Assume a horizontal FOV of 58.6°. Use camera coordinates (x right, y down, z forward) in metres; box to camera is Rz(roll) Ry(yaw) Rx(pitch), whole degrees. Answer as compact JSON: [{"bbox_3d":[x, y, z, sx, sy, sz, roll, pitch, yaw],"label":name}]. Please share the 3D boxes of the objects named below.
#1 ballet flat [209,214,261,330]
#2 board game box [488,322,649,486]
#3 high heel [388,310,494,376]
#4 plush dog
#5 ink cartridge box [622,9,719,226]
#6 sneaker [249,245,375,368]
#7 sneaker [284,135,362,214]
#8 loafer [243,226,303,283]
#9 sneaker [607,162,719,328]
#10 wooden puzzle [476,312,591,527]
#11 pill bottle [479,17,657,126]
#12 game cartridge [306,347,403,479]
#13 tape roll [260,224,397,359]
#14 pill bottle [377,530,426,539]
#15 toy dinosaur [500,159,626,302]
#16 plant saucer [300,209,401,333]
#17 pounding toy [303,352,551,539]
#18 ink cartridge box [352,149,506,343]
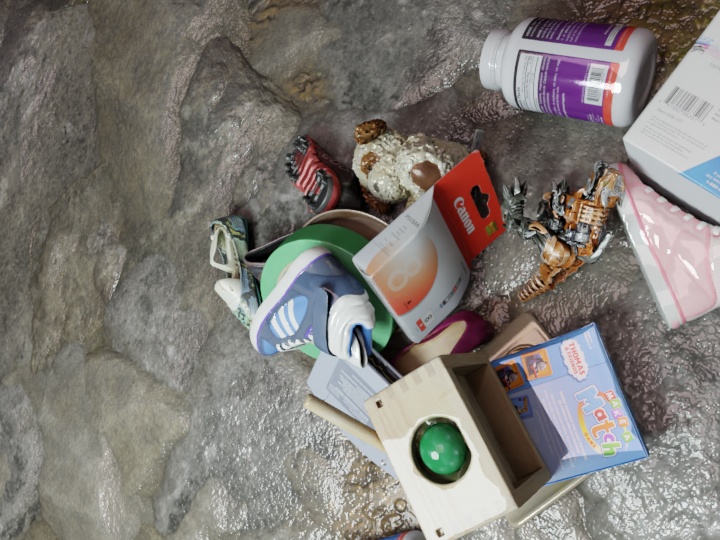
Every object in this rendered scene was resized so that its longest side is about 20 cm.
[{"bbox_3d":[-0.209,0.004,1.042,0.074,0.074,0.202,-25,66,23],"label":"ballet flat"},{"bbox_3d":[0.206,0.167,0.745,0.198,0.036,0.153,-24,73,23],"label":"board game box"},{"bbox_3d":[0.078,0.113,0.842,0.199,0.096,0.068,-39,65,18],"label":"high heel"},{"bbox_3d":[0.066,-0.137,0.875,0.170,0.201,0.161,23,59,21],"label":"plush dog"},{"bbox_3d":[0.408,-0.163,0.679,0.147,0.144,0.201,42,102,28],"label":"ink cartridge box"},{"bbox_3d":[-0.057,0.084,0.815,0.147,0.080,0.201,51,126,23],"label":"sneaker"},{"bbox_3d":[-0.054,-0.141,0.984,0.071,0.097,0.201,-58,36,21],"label":"sneaker"},{"bbox_3d":[-0.092,-0.032,0.978,0.198,0.063,0.073,-24,48,25],"label":"loafer"},{"bbox_3d":[0.359,-0.045,0.728,0.104,0.075,0.203,-24,72,21],"label":"sneaker"},{"bbox_3d":[0.195,0.181,0.792,0.185,0.046,0.201,-43,63,16],"label":"wooden puzzle"},{"bbox_3d":[0.255,-0.252,0.803,0.198,0.112,0.114,21,91,31],"label":"pill bottle"},{"bbox_3d":[0.015,0.182,0.864,0.200,0.040,0.134,42,126,20],"label":"game cartridge"},{"bbox_3d":[-0.041,0.037,0.887,0.198,0.048,0.203,12,124,19],"label":"tape roll"},{"bbox_3d":[0.003,0.413,0.820,0.198,0.112,0.114,-27,68,23],"label":"pill bottle"},{"bbox_3d":[0.233,-0.045,0.766,0.201,0.101,0.136,-51,45,23],"label":"toy dinosaur"},{"bbox_3d":[0.000,0.000,0.896,0.198,0.037,0.203,12,124,18],"label":"plant saucer"},{"bbox_3d":[0.076,0.179,0.678,0.142,0.199,0.186,-35,70,21],"label":"pounding toy"},{"bbox_3d":[0.104,-0.023,0.787,0.199,0.163,0.050,-40,47,-2],"label":"ink cartridge box"}]
